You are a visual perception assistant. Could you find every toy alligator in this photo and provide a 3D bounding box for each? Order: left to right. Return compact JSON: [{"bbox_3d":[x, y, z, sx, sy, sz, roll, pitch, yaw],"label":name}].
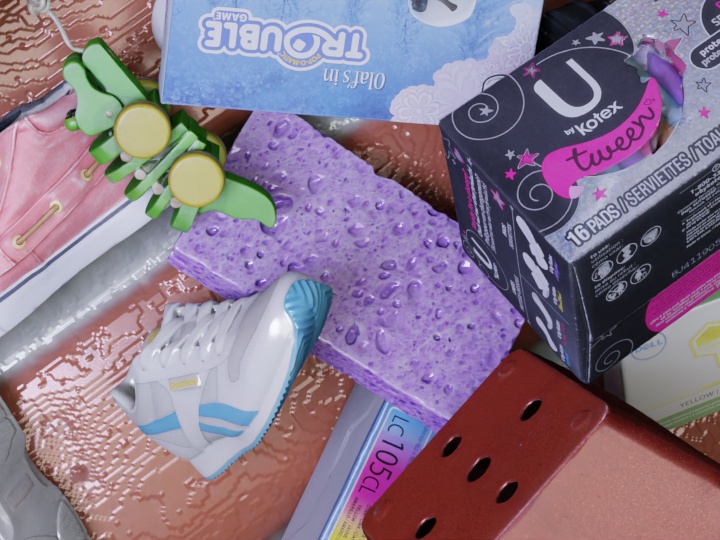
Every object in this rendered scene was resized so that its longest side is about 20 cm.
[{"bbox_3d":[-0.131,-0.079,1.214,0.200,0.059,0.054,42,101,-16],"label":"toy alligator"}]

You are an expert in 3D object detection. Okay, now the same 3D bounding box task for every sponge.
[{"bbox_3d":[0.000,0.000,1.283,0.200,0.030,0.112,32,65,-6],"label":"sponge"}]

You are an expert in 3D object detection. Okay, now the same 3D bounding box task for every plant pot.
[{"bbox_3d":[0.120,0.159,1.213,0.176,0.200,0.200,43,87,-22],"label":"plant pot"}]

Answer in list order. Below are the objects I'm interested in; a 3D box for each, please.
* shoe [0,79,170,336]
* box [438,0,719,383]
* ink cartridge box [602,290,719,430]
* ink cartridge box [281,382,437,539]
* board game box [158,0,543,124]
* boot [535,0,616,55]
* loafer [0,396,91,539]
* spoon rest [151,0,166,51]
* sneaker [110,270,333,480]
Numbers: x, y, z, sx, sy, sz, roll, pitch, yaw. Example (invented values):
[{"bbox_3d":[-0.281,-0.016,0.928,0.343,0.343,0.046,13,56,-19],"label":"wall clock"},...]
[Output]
[{"bbox_3d":[-0.199,-0.028,1.256,0.200,0.071,0.091,-38,106,-7],"label":"shoe"},{"bbox_3d":[0.154,-0.064,1.167,0.200,0.115,0.132,-36,150,-12],"label":"box"},{"bbox_3d":[0.207,0.001,1.310,0.145,0.048,0.200,-20,138,-6],"label":"ink cartridge box"},{"bbox_3d":[0.069,0.158,1.349,0.200,0.076,0.137,23,97,-17],"label":"ink cartridge box"},{"bbox_3d":[0.002,-0.178,1.183,0.199,0.043,0.199,3,116,-9],"label":"board game box"},{"bbox_3d":[0.158,-0.098,1.301,0.162,0.073,0.198,-19,146,-32],"label":"boot"},{"bbox_3d":[-0.209,0.148,1.301,0.063,0.072,0.200,-12,110,36],"label":"loafer"},{"bbox_3d":[-0.019,-0.133,1.270,0.200,0.061,0.099,10,138,-15],"label":"spoon rest"},{"bbox_3d":[-0.079,0.052,1.240,0.081,0.200,0.077,34,55,-7],"label":"sneaker"}]
